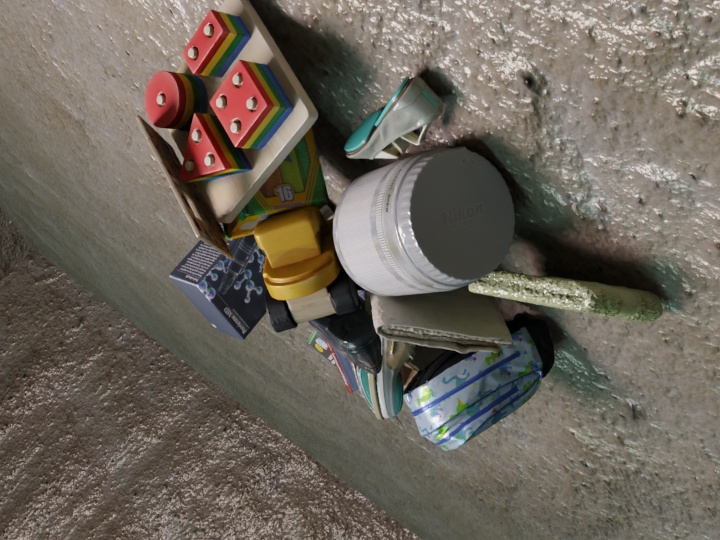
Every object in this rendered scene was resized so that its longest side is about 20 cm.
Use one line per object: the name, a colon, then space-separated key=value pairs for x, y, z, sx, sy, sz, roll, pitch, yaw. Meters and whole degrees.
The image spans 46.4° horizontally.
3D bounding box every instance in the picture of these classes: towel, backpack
towel: x=0.099 y=0.050 z=1.118 sx=0.197 sy=0.133 sz=0.035 roll=11 pitch=124 yaw=-19
backpack: x=0.157 y=0.159 z=1.173 sx=0.163 sy=0.197 sz=0.157 roll=148 pitch=108 yaw=-66
towel: x=0.231 y=0.026 z=0.977 sx=0.146 sy=0.037 sz=0.199 roll=8 pitch=-179 yaw=-36

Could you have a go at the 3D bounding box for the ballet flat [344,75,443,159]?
ballet flat: x=0.037 y=-0.161 z=0.983 sx=0.063 sy=0.068 sz=0.200 roll=35 pitch=160 yaw=-10

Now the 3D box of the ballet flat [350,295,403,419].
ballet flat: x=0.011 y=0.121 z=1.254 sx=0.072 sy=0.071 sz=0.203 roll=-4 pitch=111 yaw=61

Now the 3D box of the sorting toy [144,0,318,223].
sorting toy: x=-0.174 y=-0.197 z=1.017 sx=0.199 sy=0.069 sz=0.202 roll=-44 pitch=68 yaw=32

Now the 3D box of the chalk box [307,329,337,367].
chalk box: x=-0.012 y=0.106 z=1.512 sx=0.199 sy=0.124 sz=0.125 roll=40 pitch=160 yaw=1

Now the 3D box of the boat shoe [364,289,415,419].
boat shoe: x=0.044 y=0.110 z=1.180 sx=0.067 sy=0.204 sz=0.075 roll=-3 pitch=-172 yaw=5

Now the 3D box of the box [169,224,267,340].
box: x=-0.219 y=-0.005 z=1.531 sx=0.106 sy=0.201 sz=0.149 roll=14 pitch=148 yaw=48

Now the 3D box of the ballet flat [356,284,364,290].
ballet flat: x=0.000 y=0.000 z=1.239 sx=0.196 sy=0.066 sz=0.058 roll=8 pitch=107 yaw=11

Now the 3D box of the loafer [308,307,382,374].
loafer: x=-0.030 y=0.075 z=1.147 sx=0.200 sy=0.072 sz=0.073 roll=47 pitch=162 yaw=57

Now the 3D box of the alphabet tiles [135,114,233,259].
alphabet tiles: x=-0.218 y=-0.098 z=1.083 sx=0.169 sy=0.007 sz=0.200 roll=61 pitch=180 yaw=10

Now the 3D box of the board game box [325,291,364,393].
board game box: x=-0.017 y=0.092 z=1.419 sx=0.203 sy=0.102 sz=0.019 roll=65 pitch=158 yaw=1

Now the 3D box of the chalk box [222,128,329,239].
chalk box: x=-0.136 y=-0.163 z=1.135 sx=0.124 sy=0.122 sz=0.204 roll=-27 pitch=76 yaw=65

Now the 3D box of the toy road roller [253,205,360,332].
toy road roller: x=-0.073 y=-0.028 z=1.119 sx=0.201 sy=0.121 sz=0.148 roll=-90 pitch=-17 yaw=-59

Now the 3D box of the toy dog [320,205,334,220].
toy dog: x=-0.104 y=-0.089 z=1.315 sx=0.199 sy=0.097 sz=0.132 roll=38 pitch=159 yaw=4

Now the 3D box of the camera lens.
camera lens: x=0.069 y=-0.053 z=1.007 sx=0.160 sy=0.161 sz=0.199 roll=46 pitch=158 yaw=-17

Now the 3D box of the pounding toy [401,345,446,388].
pounding toy: x=0.095 y=0.095 z=1.329 sx=0.199 sy=0.144 sz=0.183 roll=39 pitch=161 yaw=-32
